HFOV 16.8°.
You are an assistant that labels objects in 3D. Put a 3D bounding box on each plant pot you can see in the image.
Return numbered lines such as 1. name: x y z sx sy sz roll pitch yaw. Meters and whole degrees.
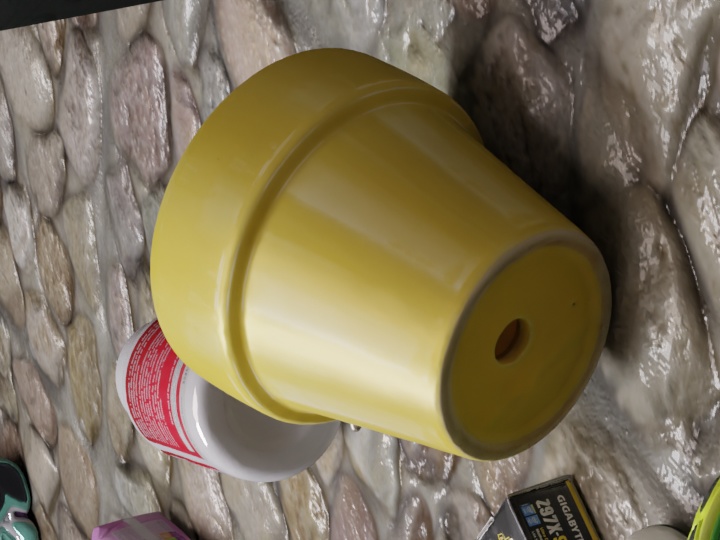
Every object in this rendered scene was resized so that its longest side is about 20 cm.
1. plant pot: 0.022 0.004 1.290 0.189 0.201 0.201 28 130 41

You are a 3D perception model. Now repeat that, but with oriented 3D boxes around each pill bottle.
1. pill bottle: -0.099 0.081 1.689 0.200 0.112 0.112 6 109 65

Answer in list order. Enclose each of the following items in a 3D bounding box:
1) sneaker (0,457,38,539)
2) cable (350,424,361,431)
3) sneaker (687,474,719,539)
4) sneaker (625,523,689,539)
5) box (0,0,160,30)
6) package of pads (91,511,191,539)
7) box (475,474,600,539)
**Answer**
1. sneaker: -0.371 0.289 2.494 0.140 0.078 0.200 171 95 -69
2. cable: 0.000 0.000 1.495 0.097 0.050 0.200 8 111 64
3. sneaker: 0.191 0.194 1.151 0.074 0.083 0.200 81 -173 -73
4. sneaker: 0.146 0.228 1.208 0.200 0.115 0.076 62 153 30
5. box: -0.159 -0.256 1.523 0.124 0.200 0.149 59 152 34
6. package of pads: -0.149 0.282 1.967 0.200 0.076 0.121 24 124 62
7. box: 0.116 0.240 1.373 0.200 0.049 0.160 66 152 23
